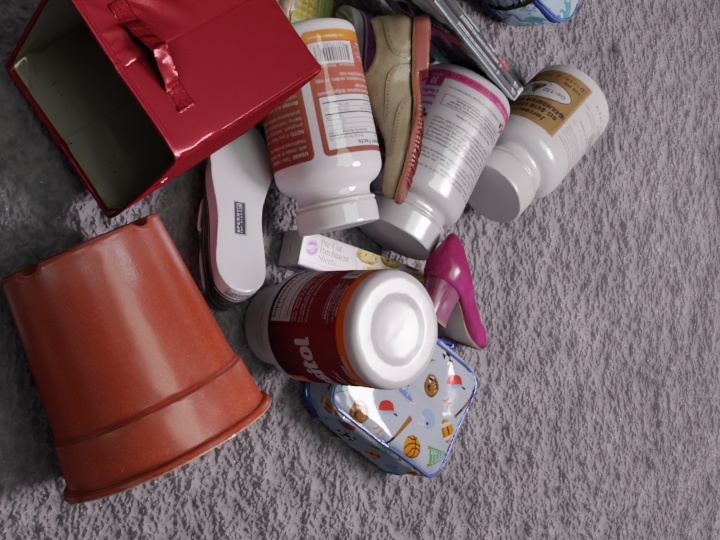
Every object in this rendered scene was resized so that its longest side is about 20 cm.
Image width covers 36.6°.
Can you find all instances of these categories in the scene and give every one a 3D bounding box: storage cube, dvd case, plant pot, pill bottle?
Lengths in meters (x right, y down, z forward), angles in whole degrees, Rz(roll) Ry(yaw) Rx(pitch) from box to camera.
[{"bbox_3d":[-0.174,-0.180,0.966,0.179,0.199,0.172,-38,97,-34],"label":"storage cube"},{"bbox_3d":[0.085,-0.271,1.202,0.022,0.146,0.200,-51,137,-1],"label":"dvd case"},{"bbox_3d":[-0.207,0.068,0.956,0.200,0.200,0.197,-28,98,-36],"label":"plant pot"},{"bbox_3d":[-0.041,-0.141,1.098,0.111,0.112,0.202,-11,89,-39],"label":"pill bottle"},{"bbox_3d":[0.080,-0.121,1.230,0.113,0.113,0.201,37,73,-32],"label":"pill bottle"},{"bbox_3d":[-0.027,0.057,1.087,0.112,0.199,0.114,1,88,-39],"label":"pill bottle"},{"bbox_3d":[0.211,-0.154,1.342,0.200,0.114,0.115,-47,116,-30],"label":"pill bottle"}]

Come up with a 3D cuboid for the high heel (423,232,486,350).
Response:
[{"bbox_3d":[0.120,0.031,1.252,0.097,0.067,0.200,-67,159,-7],"label":"high heel"}]

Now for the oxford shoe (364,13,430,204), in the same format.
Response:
[{"bbox_3d":[0.031,-0.170,1.147,0.074,0.070,0.203,5,82,3],"label":"oxford shoe"}]

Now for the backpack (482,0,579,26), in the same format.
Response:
[{"bbox_3d":[0.207,-0.395,1.313,0.199,0.146,0.185,31,67,-51],"label":"backpack"}]

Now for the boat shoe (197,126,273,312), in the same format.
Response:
[{"bbox_3d":[-0.131,-0.055,1.093,0.071,0.068,0.202,12,60,-31],"label":"boat shoe"}]

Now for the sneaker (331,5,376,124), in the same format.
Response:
[{"bbox_3d":[0.013,-0.182,1.211,0.114,0.072,0.203,16,79,-41],"label":"sneaker"}]

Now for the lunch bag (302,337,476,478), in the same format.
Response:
[{"bbox_3d":[0.040,0.130,1.222,0.200,0.075,0.161,41,62,-30],"label":"lunch bag"}]

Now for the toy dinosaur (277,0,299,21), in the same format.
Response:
[{"bbox_3d":[-0.037,-0.336,1.105,0.086,0.134,0.201,72,31,-45],"label":"toy dinosaur"}]

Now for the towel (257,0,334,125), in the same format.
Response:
[{"bbox_3d":[-0.094,-0.251,1.155,0.143,0.023,0.203,14,81,-39],"label":"towel"}]

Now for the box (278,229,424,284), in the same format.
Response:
[{"bbox_3d":[0.000,0.000,1.213,0.199,0.038,0.042,19,76,-37],"label":"box"}]
